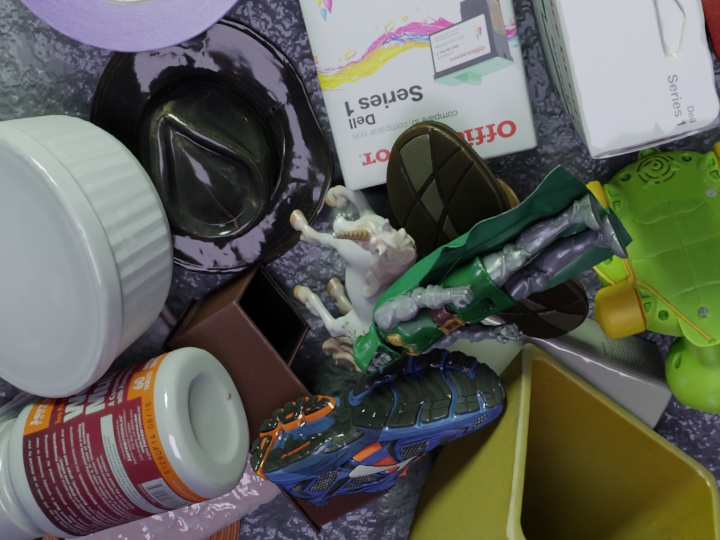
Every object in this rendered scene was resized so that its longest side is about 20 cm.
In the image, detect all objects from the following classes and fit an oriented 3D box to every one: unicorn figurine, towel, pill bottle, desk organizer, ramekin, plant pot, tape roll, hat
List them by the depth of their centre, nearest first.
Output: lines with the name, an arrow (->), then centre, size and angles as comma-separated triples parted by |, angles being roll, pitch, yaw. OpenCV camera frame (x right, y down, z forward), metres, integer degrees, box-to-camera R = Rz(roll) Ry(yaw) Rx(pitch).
tape roll -> -0.154, -0.253, 0.810 | 0.196, 0.066, 0.204 | 1, 109, 2
plant pot -> 0.125, 0.219, 0.871 | 0.193, 0.197, 0.200 | 34, 125, -13
unicorn figurine -> 0.000, 0.000, 0.875 | 0.074, 0.137, 0.202 | -38, 132, -17
ramekin -> -0.223, -0.019, 0.877 | 0.200, 0.094, 0.206 | 17, 120, 31
hat -> -0.118, -0.080, 0.892 | 0.197, 0.081, 0.204 | 1, 110, 3
pill bottle -> -0.190, 0.135, 0.899 | 0.197, 0.110, 0.111 | -19, 109, 22
desk organizer -> -0.057, 0.100, 0.952 | 0.076, 0.072, 0.201 | -30, 107, 26
towel -> -0.181, 0.150, 0.986 | 0.198, 0.032, 0.192 | -32, 106, 14

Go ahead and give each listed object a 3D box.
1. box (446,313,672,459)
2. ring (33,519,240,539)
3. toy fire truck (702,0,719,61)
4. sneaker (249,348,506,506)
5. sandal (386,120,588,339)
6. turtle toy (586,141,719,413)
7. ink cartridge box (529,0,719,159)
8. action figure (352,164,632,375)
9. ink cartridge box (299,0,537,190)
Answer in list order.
box -> 0.135, 0.067, 0.935 | 0.197, 0.082, 0.069 | 22, 112, -4
ring -> -0.199, 0.206, 1.034 | 0.197, 0.019, 0.204 | 1, 111, 3
toy fire truck -> 0.279, -0.225, 0.819 | 0.166, 0.112, 0.202 | -12, 110, 33
sneaker -> 0.018, 0.116, 0.875 | 0.198, 0.076, 0.079 | -21, 130, 25
sandal -> 0.092, -0.032, 0.848 | 0.081, 0.055, 0.200 | -31, 119, 36
turtle toy -> 0.237, 0.004, 0.882 | 0.143, 0.101, 0.203 | -16, 78, 9
ink cartridge box -> 0.158, -0.173, 0.781 | 0.083, 0.200, 0.148 | -15, 108, 7
action figure -> 0.076, 0.015, 0.801 | 0.198, 0.055, 0.118 | -31, 139, 22
ink cartridge box -> 0.037, -0.173, 0.849 | 0.142, 0.084, 0.203 | -12, 110, 7
